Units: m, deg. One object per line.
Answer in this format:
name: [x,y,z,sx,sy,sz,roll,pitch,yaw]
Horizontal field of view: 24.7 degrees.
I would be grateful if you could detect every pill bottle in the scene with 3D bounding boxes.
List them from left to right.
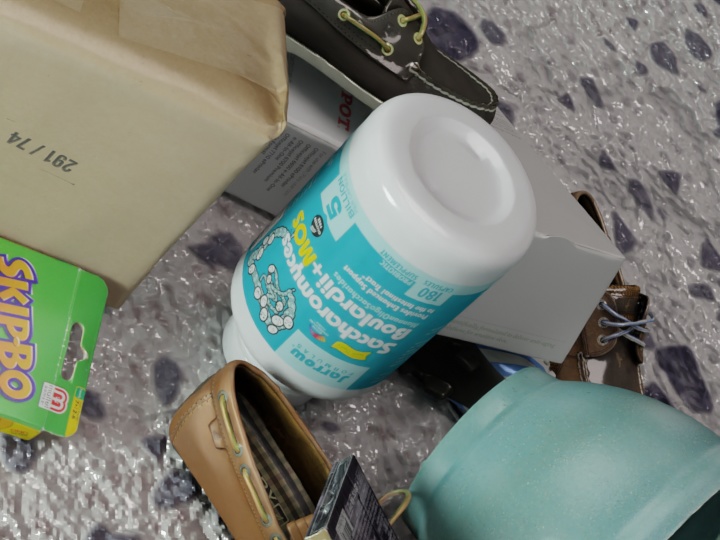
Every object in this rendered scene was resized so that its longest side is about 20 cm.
pill bottle: [0.000,0.000,0.917,0.110,0.200,0.111,21,47,-24]

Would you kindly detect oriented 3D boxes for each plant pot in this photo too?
plant pot: [0.108,0.140,0.921,0.134,0.201,0.200,41,39,22]

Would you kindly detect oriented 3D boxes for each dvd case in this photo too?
dvd case: [0.030,0.194,0.790,0.201,0.016,0.149,62,6,-4]

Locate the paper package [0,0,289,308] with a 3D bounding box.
paper package: [-0.168,-0.091,0.855,0.199,0.191,0.104,22,48,-25]

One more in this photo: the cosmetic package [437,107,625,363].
cosmetic package: [0.066,-0.039,1.035,0.107,0.085,0.200,15,27,-29]

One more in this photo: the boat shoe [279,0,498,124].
boat shoe: [0.003,-0.144,0.988,0.200,0.061,0.072,28,27,-13]

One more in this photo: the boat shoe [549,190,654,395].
boat shoe: [0.156,0.036,1.114,0.072,0.072,0.201,3,58,-38]

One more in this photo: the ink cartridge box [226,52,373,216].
ink cartridge box: [-0.092,-0.138,1.034,0.199,0.084,0.146,26,45,-22]

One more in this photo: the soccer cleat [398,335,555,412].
soccer cleat: [0.107,0.079,1.042,0.200,0.070,0.086,45,37,-4]

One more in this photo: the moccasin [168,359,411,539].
moccasin: [-0.020,0.137,0.887,0.073,0.078,0.202,-20,73,-47]

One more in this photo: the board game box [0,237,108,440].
board game box: [-0.229,0.015,0.836,0.199,0.030,0.096,21,60,-23]
